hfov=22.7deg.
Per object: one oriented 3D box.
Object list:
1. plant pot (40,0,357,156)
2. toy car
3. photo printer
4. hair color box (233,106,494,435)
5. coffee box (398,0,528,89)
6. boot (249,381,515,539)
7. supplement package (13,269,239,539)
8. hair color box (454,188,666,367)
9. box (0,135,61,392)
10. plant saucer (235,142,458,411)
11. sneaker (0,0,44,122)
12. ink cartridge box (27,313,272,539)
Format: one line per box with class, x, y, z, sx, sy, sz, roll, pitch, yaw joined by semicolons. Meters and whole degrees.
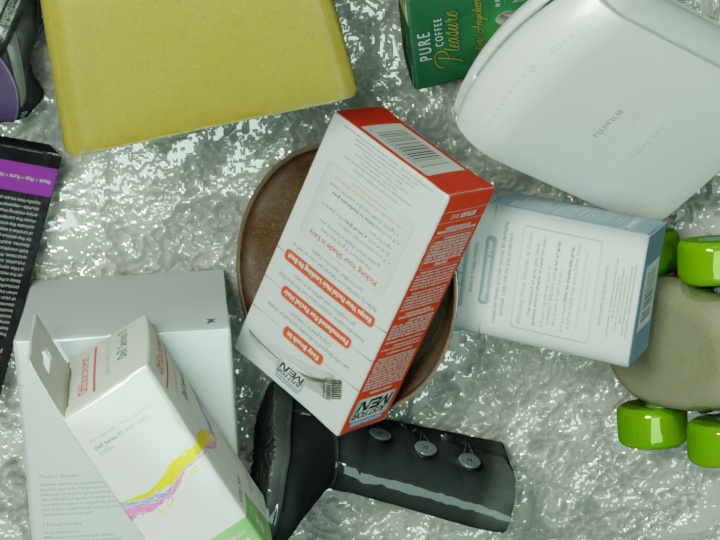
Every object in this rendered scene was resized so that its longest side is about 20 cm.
plant pot;-0.123;-0.222;1.175;0.193;0.196;0.201;-12;123;-2
toy car;0.302;0.045;1.368;0.199;0.158;0.165;-9;99;-30
photo printer;0.178;-0.125;1.271;0.199;0.070;0.166;22;132;-28
hair color box;0.000;0.000;1.249;0.111;0.064;0.201;38;117;26
coffee box;0.125;-0.199;1.273;0.199;0.123;0.044;-15;65;0
boot;0.019;0.166;1.344;0.199;0.165;0.066;19;124;-11
supplement package;-0.165;0.118;1.314;0.151;0.151;0.201;-3;106;-5
hair color box;0.114;-0.003;1.312;0.199;0.061;0.099;12;106;20
box;-0.312;-0.006;1.303;0.142;0.036;0.201;10;104;-30
plant saucer;-0.004;0.004;1.313;0.200;0.037;0.201;8;104;35
sneaker;-0.263;-0.204;1.268;0.087;0.076;0.201;-4;103;-30
ink cartridge box;-0.136;0.107;1.173;0.067;0.117;0.200;-31;107;1
